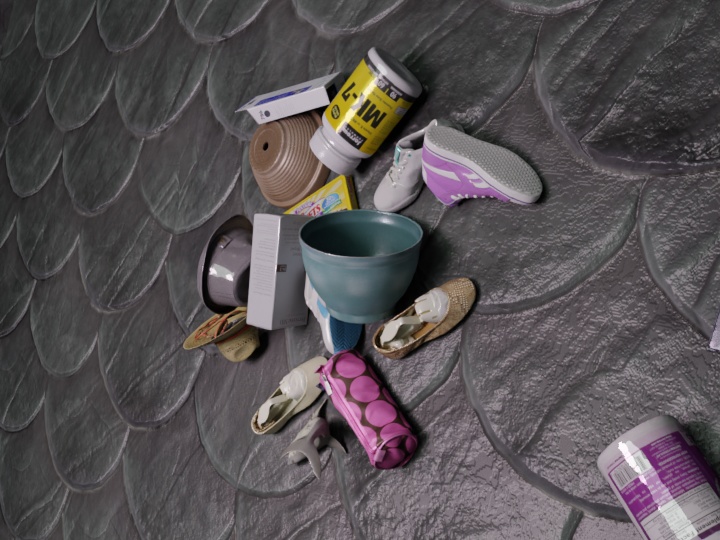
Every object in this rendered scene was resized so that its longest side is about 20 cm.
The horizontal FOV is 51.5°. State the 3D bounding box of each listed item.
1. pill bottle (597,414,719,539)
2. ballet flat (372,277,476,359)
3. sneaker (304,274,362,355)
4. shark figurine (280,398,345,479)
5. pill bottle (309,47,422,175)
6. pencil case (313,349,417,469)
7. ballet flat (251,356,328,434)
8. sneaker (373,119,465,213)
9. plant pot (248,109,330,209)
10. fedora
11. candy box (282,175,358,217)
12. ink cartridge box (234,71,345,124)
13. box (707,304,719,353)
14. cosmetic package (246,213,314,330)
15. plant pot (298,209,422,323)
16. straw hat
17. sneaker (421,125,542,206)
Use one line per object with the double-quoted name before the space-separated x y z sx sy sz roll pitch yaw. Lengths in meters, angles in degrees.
"pill bottle" 0.367 0.277 0.843 0.112 0.111 0.202 -45 55 26
"ballet flat" 0.094 0.078 1.168 0.200 0.065 0.071 -43 55 28
"sneaker" -0.052 0.059 1.308 0.080 0.076 0.203 -35 53 40
"shark figurine" -0.064 0.286 1.248 0.089 0.215 0.129 37 75 2
"pill bottle" 0.005 -0.270 1.291 0.201 0.113 0.115 -50 53 24
"pencil case" 0.006 0.224 1.200 0.091 0.093 0.200 -55 51 19
"ballet flat" -0.131 0.228 1.344 0.201 0.069 0.070 -49 53 23
"sneaker" 0.077 -0.177 1.222 0.200 0.088 0.076 -44 56 27
"plant pot" -0.150 -0.228 1.441 0.198 0.092 0.205 -12 72 40
"fedora" -0.217 -0.004 1.403 0.089 0.200 0.180 12 125 26
"candy box" -0.084 -0.090 1.394 0.198 0.026 0.104 -29 62 35
"ink cartridge box" -0.131 -0.321 1.408 0.196 0.100 0.040 -8 117 26
"box" 0.496 0.019 0.783 0.180 0.103 0.204 19 95 44
"cosmetic package" -0.144 0.000 1.358 0.073 0.101 0.205 8 98 37
"plant pot" 0.000 0.000 1.205 0.199 0.198 0.137 25 124 42
"straw hat" -0.240 0.128 1.447 0.199 0.201 0.086 -20 107 38
"sneaker" 0.181 -0.134 1.143 0.199 0.072 0.115 33 143 23
